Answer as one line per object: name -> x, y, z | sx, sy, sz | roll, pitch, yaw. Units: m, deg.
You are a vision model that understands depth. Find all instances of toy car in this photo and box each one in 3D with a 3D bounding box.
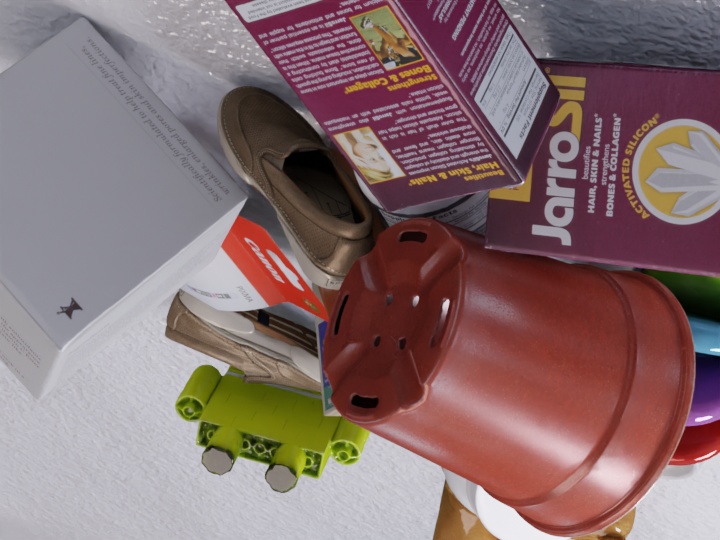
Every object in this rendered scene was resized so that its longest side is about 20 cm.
toy car -> 0.248, 0.066, 1.502 | 0.175, 0.150, 0.200 | 14, 142, 16

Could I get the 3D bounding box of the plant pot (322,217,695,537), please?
plant pot -> 0.093, 0.064, 1.383 | 0.195, 0.201, 0.201 | 22, 158, -33

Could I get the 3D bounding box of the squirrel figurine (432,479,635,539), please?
squirrel figurine -> 0.173, 0.210, 1.888 | 0.186, 0.142, 0.200 | 12, 157, 3

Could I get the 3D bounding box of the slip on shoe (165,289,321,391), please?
slip on shoe -> -0.088, 0.078, 1.856 | 0.200, 0.061, 0.076 | 28, -166, -7

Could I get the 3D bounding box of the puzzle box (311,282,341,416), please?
puzzle box -> 0.013, 0.037, 1.669 | 0.025, 0.133, 0.200 | 1, 164, -25

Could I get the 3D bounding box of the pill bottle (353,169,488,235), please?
pill bottle -> 0.059, -0.068, 1.444 | 0.110, 0.111, 0.200 | 6, 151, 28

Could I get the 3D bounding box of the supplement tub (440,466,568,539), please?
supplement tub -> 0.123, 0.114, 1.616 | 0.144, 0.200, 0.145 | -7, 123, -11

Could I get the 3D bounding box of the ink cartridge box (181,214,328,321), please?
ink cartridge box -> -0.129, -0.013, 1.700 | 0.200, 0.057, 0.163 | 33, 166, 40

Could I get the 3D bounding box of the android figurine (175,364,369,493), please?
android figurine -> -0.078, 0.134, 1.874 | 0.182, 0.200, 0.041 | 15, 120, 8

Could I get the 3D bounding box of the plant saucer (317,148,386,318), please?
plant saucer -> 0.000, 0.000, 1.572 | 0.032, 0.201, 0.200 | -16, 159, -15

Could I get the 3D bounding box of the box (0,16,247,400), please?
box -> -0.231, -0.047, 1.532 | 0.199, 0.200, 0.131 | 48, 154, 4

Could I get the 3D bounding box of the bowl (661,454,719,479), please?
bowl -> 0.254, 0.115, 1.681 | 0.200, 0.094, 0.201 | 17, 154, 9

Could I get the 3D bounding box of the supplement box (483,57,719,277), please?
supplement box -> 0.193, -0.069, 1.287 | 0.199, 0.131, 0.103 | 6, -173, 26

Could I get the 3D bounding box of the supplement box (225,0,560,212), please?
supplement box -> 0.019, -0.140, 1.207 | 0.110, 0.086, 0.200 | -11, 129, 39

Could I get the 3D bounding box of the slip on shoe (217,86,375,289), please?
slip on shoe -> -0.046, -0.075, 1.471 | 0.076, 0.200, 0.061 | -9, 140, -24
